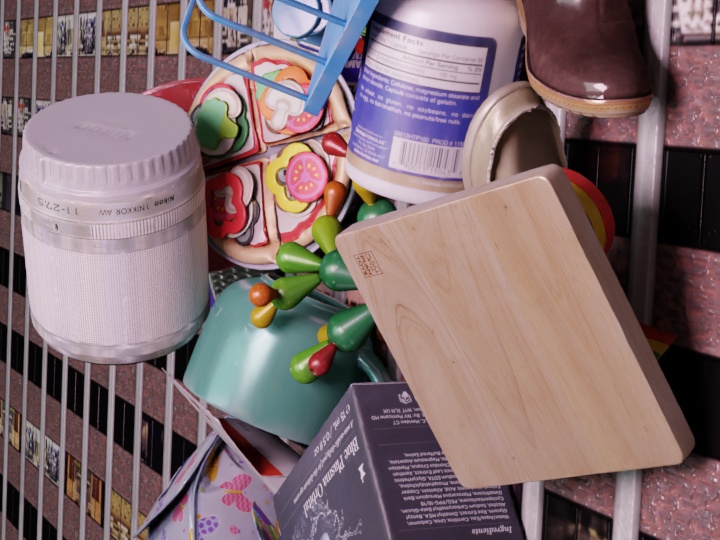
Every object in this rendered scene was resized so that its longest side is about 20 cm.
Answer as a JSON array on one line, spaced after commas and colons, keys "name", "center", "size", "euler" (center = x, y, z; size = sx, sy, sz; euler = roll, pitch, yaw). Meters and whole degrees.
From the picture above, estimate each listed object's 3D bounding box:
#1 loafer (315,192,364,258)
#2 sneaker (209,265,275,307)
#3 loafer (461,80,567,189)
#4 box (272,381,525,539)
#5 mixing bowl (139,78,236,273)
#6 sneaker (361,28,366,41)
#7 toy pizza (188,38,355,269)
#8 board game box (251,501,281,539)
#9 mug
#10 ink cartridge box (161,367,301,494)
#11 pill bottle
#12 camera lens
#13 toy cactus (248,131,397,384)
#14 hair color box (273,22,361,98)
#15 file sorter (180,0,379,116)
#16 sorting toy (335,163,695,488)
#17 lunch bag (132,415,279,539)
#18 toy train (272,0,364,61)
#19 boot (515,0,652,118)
[{"name": "loafer", "center": [-0.049, -0.053, 1.588], "size": [0.200, 0.062, 0.073], "euler": [142, 125, -60]}, {"name": "sneaker", "center": [-0.137, 0.007, 1.792], "size": [0.201, 0.069, 0.100], "euler": [-108, 23, -44]}, {"name": "loafer", "center": [0.118, -0.034, 1.189], "size": [0.068, 0.075, 0.202], "euler": [34, 141, 44]}, {"name": "box", "center": [0.031, 0.218, 1.341], "size": [0.197, 0.116, 0.202], "euler": [123, 140, -50]}, {"name": "mixing bowl", "center": [-0.152, -0.071, 1.645], "size": [0.109, 0.198, 0.201], "euler": [-108, 30, -44]}, {"name": "sneaker", "center": [0.026, -0.186, 1.396], "size": [0.071, 0.082, 0.202], "euler": [31, 118, 60]}, {"name": "toy pizza", "center": [-0.085, -0.102, 1.506], "size": [0.198, 0.032, 0.203], "euler": [-2, 86, 34]}, {"name": "board game box", "center": [-0.030, 0.278, 1.489], "size": [0.201, 0.039, 0.159], "euler": [62, -179, -46]}, {"name": "mug", "center": [-0.050, 0.078, 1.511], "size": [0.152, 0.183, 0.115], "euler": [-131, 63, -81]}, {"name": "ink cartridge box", "center": [-0.078, 0.161, 1.525], "size": [0.201, 0.050, 0.162], "euler": [54, 170, -25]}, {"name": "pill bottle", "center": [0.060, -0.158, 1.273], "size": [0.120, 0.118, 0.202], "euler": [-138, 54, -59]}, {"name": "camera lens", "center": [-0.211, -0.033, 1.495], "size": [0.160, 0.158, 0.202], "euler": [-128, 32, -54]}, {"name": "toy cactus", "center": [0.000, 0.000, 1.387], "size": [0.164, 0.102, 0.202], "euler": [17, 86, 25]}, {"name": "hair color box", "center": [-0.032, -0.238, 1.553], "size": [0.109, 0.064, 0.203], "euler": [-169, 79, -65]}, {"name": "file sorter", "center": [-0.041, -0.240, 1.247], "size": [0.200, 0.122, 0.140], "euler": [124, 163, -54]}, {"name": "sorting toy", "center": [0.110, 0.032, 1.130], "size": [0.198, 0.069, 0.201], "euler": [-15, 107, 48]}, {"name": "lunch bag", "center": [-0.152, 0.268, 1.747], "size": [0.170, 0.126, 0.202], "euler": [136, 137, -55]}, {"name": "toy train", "center": [-0.014, -0.278, 1.424], "size": [0.116, 0.084, 0.202], "euler": [-10, -62, -73]}, {"name": "boot", "center": [0.142, -0.205, 1.125], "size": [0.200, 0.071, 0.168], "euler": [-115, 22, -57]}]
